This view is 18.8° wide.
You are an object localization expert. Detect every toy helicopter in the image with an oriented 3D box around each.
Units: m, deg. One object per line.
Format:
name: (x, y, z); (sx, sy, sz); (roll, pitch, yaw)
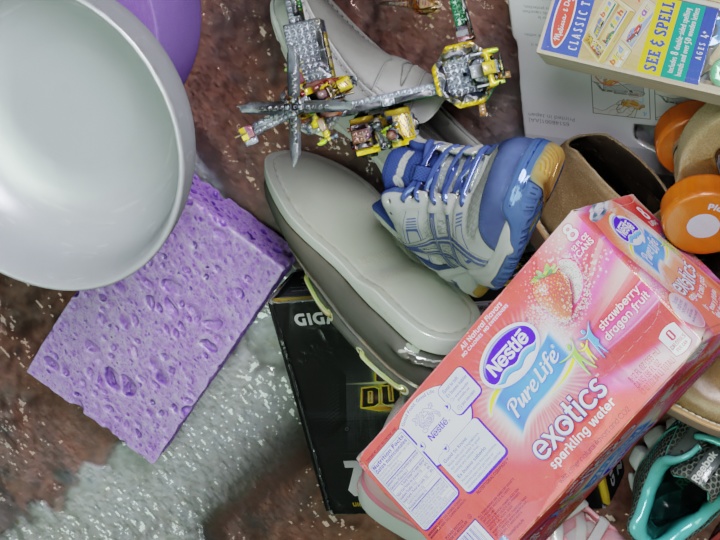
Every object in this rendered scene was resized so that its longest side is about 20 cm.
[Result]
toy helicopter: (0.263, -0.039, 1.196); (0.200, 0.079, 0.132); (36, 126, -27)

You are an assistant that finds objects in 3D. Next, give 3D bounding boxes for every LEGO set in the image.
LEGO set: (0.001, -0.161, 1.193); (0.153, 0.116, 0.201); (-5, 94, 5)

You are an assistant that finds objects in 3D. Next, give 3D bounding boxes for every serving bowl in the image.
serving bowl: (-0.182, -0.091, 1.307); (0.199, 0.066, 0.201); (10, 118, 19)

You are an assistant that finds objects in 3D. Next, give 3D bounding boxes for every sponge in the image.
sponge: (-0.134, 0.028, 1.445); (0.111, 0.030, 0.200); (37, 124, 3)

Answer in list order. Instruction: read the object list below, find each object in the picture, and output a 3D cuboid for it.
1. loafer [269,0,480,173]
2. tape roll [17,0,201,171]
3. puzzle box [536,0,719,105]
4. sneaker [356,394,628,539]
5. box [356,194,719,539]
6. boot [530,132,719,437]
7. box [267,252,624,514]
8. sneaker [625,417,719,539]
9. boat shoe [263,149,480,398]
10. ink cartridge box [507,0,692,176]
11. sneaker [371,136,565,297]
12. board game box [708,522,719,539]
loafer: (0.025, -0.097, 1.293); (0.070, 0.070, 0.200); (-33, 106, 28)
tape roll: (-0.202, -0.165, 1.357); (0.199, 0.066, 0.201); (10, 119, 18)
puzzle box: (0.182, -0.189, 1.128); (0.133, 0.025, 0.201); (15, 85, 21)
sneaker: (0.096, 0.137, 1.314); (0.200, 0.075, 0.105); (25, 127, 14)
box: (0.106, 0.065, 1.195); (0.103, 0.095, 0.200); (45, 115, 15)
boot: (0.168, 0.008, 1.232); (0.200, 0.073, 0.076); (51, 146, 17)
box: (0.055, 0.074, 1.375); (0.199, 0.049, 0.160); (-4, 115, 25)
sneaker: (0.222, 0.098, 1.287); (0.077, 0.091, 0.200); (32, 123, 3)
boat shoe: (-0.003, 0.001, 1.308); (0.202, 0.072, 0.060); (48, 137, 38)
ink cartridge box: (0.183, -0.132, 1.216); (0.199, 0.045, 0.177); (9, 135, 20)
sneaker: (0.051, -0.036, 1.186); (0.088, 0.075, 0.200); (30, 165, -2)
board game box: (0.283, 0.153, 1.276); (0.103, 0.019, 0.200); (33, 152, 4)
